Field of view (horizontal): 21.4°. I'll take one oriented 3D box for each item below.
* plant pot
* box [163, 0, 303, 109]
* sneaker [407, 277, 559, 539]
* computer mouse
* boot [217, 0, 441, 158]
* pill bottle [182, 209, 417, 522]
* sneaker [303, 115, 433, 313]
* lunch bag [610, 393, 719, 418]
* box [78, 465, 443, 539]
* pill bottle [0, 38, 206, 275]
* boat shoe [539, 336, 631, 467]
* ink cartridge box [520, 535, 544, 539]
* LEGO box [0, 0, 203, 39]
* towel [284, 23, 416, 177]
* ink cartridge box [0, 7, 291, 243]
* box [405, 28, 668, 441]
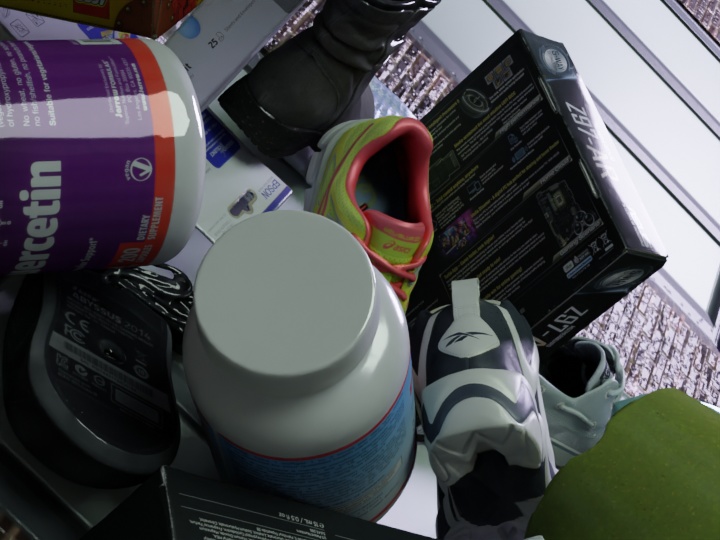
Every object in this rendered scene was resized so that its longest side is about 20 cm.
[{"bbox_3d":[0.188,0.163,0.964,0.190,0.201,0.199,44,27,27],"label":"plant pot"},{"bbox_3d":[-0.049,-0.150,1.023,0.041,0.200,0.156,43,32,-6],"label":"box"},{"bbox_3d":[0.069,0.081,1.060,0.200,0.079,0.130,65,19,-53],"label":"sneaker"},{"bbox_3d":[-0.133,0.050,0.958,0.138,0.053,0.200,35,22,-19],"label":"computer mouse"},{"bbox_3d":[0.002,-0.133,1.167,0.070,0.132,0.200,46,17,2],"label":"boot"},{"bbox_3d":[-0.028,0.053,0.928,0.200,0.108,0.109,84,-17,-64],"label":"pill bottle"},{"bbox_3d":[0.000,0.000,1.081,0.078,0.090,0.202,13,74,-26],"label":"sneaker"},{"bbox_3d":[0.233,0.183,1.199,0.199,0.122,0.171,32,36,-36],"label":"lunch bag"},{"bbox_3d":[-0.028,0.190,0.907,0.199,0.079,0.142,21,39,-39],"label":"box"},{"bbox_3d":[-0.181,-0.053,0.909,0.199,0.113,0.113,-5,57,-26],"label":"pill bottle"},{"bbox_3d":[0.133,0.077,1.230,0.200,0.071,0.070,24,40,-35],"label":"boat shoe"},{"bbox_3d":[0.091,0.227,0.980,0.201,0.039,0.100,80,-4,-53],"label":"ink cartridge box"},{"bbox_3d":[-0.172,-0.203,1.047,0.199,0.078,0.149,13,29,15],"label":"LEGO box"},{"bbox_3d":[0.021,-0.069,1.294,0.200,0.024,0.147,41,33,-14],"label":"towel"},{"bbox_3d":[-0.135,-0.087,1.092,0.200,0.039,0.099,46,32,-3],"label":"ink cartridge box"},{"bbox_3d":[0.069,-0.017,1.129,0.043,0.200,0.161,10,47,-45],"label":"box"}]
